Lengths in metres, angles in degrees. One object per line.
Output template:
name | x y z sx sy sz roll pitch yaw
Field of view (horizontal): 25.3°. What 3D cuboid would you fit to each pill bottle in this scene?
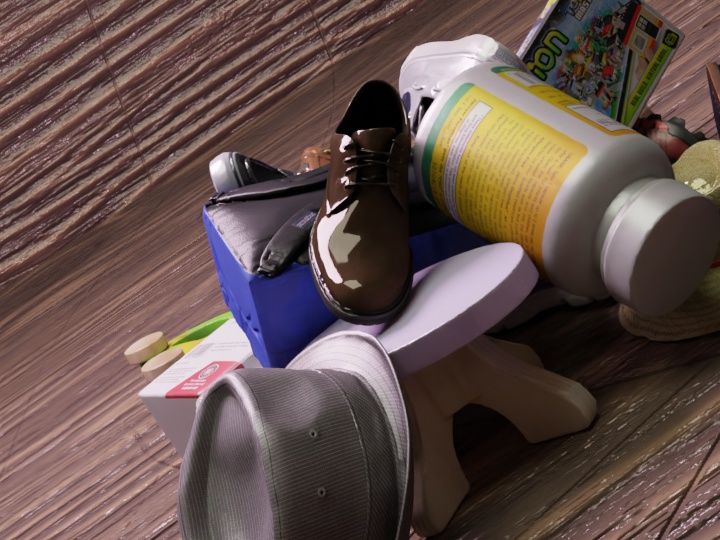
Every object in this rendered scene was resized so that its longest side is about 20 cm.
pill bottle | 0.136 -0.052 1.059 0.112 0.113 0.200 -38 47 -19

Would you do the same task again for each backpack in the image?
backpack | 0.000 0.000 1.218 0.198 0.169 0.163 -20 35 -13

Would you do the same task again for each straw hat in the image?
straw hat | 0.241 -0.042 1.100 0.200 0.085 0.201 -32 14 9

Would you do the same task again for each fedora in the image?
fedora | -0.051 0.128 0.969 0.176 0.090 0.202 -27 59 43

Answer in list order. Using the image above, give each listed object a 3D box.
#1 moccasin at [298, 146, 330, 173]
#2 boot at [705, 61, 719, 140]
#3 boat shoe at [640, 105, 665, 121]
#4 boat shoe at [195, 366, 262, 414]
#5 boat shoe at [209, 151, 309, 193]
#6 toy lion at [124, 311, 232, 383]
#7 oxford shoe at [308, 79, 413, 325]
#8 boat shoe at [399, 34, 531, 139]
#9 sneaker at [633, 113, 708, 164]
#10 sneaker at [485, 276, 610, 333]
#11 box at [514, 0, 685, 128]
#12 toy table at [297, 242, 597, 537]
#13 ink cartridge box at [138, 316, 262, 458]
moccasin | 0.036 -0.060 1.434 0.074 0.199 0.078 126 153 -52
boot | 0.288 -0.066 0.998 0.096 0.075 0.201 -22 54 5
boat shoe | 0.199 -0.106 1.447 0.199 0.069 0.075 -18 20 48
boat shoe | -0.035 0.101 1.297 0.198 0.063 0.075 -21 19 -15
boat shoe | -0.057 -0.054 1.323 0.070 0.073 0.200 -23 -24 14
toy lion | -0.132 0.074 1.624 0.191 0.069 0.200 -29 12 -12
oxford shoe | 0.001 -0.051 1.085 0.072 0.085 0.201 1 49 -2
boat shoe | 0.067 -0.127 1.225 0.069 0.072 0.200 -54 19 -10
sneaker | 0.197 -0.071 1.339 0.199 0.071 0.098 -9 39 43
sneaker | 0.132 -0.012 1.253 0.199 0.084 0.081 -22 17 46
box | 0.168 -0.141 1.282 0.201 0.110 0.035 -58 11 -19
toy table | 0.057 0.074 1.062 0.199 0.118 0.184 -17 22 51
ink cartridge box | -0.076 0.080 1.408 0.200 0.084 0.144 -40 15 -25
